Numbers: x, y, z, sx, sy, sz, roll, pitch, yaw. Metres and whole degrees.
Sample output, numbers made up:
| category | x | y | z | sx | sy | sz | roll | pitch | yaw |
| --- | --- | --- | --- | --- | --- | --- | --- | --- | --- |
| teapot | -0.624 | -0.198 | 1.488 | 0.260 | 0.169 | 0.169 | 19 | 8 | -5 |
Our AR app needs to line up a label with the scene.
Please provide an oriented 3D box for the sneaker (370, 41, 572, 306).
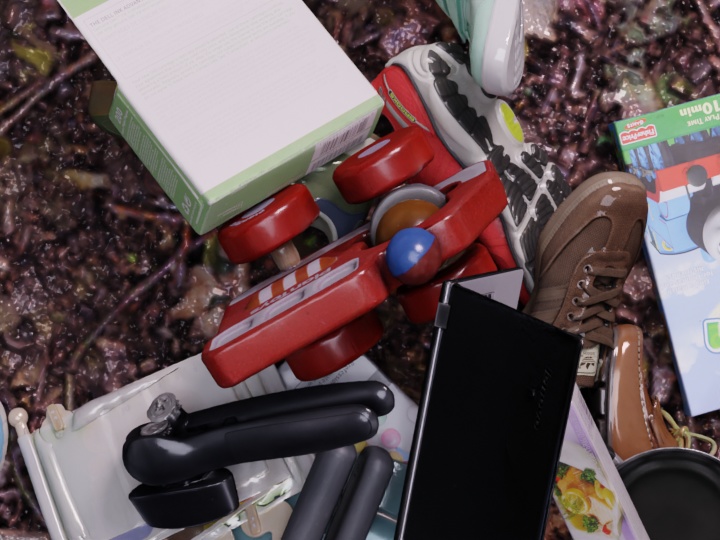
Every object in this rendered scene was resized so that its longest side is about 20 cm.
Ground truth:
| category | x | y | z | sx | sy | sz | roll | pitch | yaw |
| --- | --- | --- | --- | --- | --- | --- | --- | --- | --- |
| sneaker | 0.075 | -0.058 | 1.463 | 0.085 | 0.077 | 0.201 | -18 | 108 | 41 |

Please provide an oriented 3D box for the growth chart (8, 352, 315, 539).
| category | x | y | z | sx | sy | sz | roll | pitch | yaw |
| --- | --- | --- | --- | --- | --- | --- | --- | --- | --- |
| growth chart | -0.125 | 0.129 | 1.450 | 0.199 | 0.018 | 0.146 | -19 | 75 | 10 |

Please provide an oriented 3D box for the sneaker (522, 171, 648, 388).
| category | x | y | z | sx | sy | sz | roll | pitch | yaw |
| --- | --- | --- | --- | --- | --- | --- | --- | --- | --- |
| sneaker | 0.141 | 0.034 | 1.412 | 0.070 | 0.076 | 0.201 | 3 | 127 | -30 |

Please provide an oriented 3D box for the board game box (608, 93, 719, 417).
| category | x | y | z | sx | sy | sz | roll | pitch | yaw |
| --- | --- | --- | --- | --- | --- | --- | --- | --- | --- |
| board game box | 0.263 | -0.020 | 1.470 | 0.150 | 0.037 | 0.201 | -15 | 91 | 0 |

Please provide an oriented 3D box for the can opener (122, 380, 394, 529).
| category | x | y | z | sx | sy | sz | roll | pitch | yaw |
| --- | --- | --- | --- | --- | --- | --- | --- | --- | --- |
| can opener | -0.066 | 0.102 | 1.388 | 0.199 | 0.064 | 0.079 | -19 | 118 | 27 |

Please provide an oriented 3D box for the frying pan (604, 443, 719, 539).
| category | x | y | z | sx | sy | sz | roll | pitch | yaw |
| --- | --- | --- | --- | --- | --- | --- | --- | --- | --- |
| frying pan | 0.164 | 0.150 | 1.409 | 0.189 | 0.031 | 0.116 | 24 | 104 | 1 |

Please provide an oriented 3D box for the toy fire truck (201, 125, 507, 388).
| category | x | y | z | sx | sy | sz | roll | pitch | yaw |
| --- | --- | --- | --- | --- | --- | --- | --- | --- | --- |
| toy fire truck | 0.000 | 0.000 | 1.357 | 0.199 | 0.168 | 0.113 | -27 | 102 | 7 |

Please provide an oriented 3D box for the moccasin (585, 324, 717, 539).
| category | x | y | z | sx | sy | sz | roll | pitch | yaw |
| --- | --- | --- | --- | --- | --- | --- | --- | --- | --- |
| moccasin | 0.193 | 0.134 | 1.453 | 0.077 | 0.074 | 0.203 | -11 | 90 | -2 |

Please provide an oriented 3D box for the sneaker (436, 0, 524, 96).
| category | x | y | z | sx | sy | sz | roll | pitch | yaw |
| --- | --- | --- | --- | --- | --- | --- | --- | --- | --- |
| sneaker | 0.045 | -0.183 | 1.420 | 0.117 | 0.074 | 0.201 | -3 | 47 | 2 |

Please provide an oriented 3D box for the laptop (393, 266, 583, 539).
| category | x | y | z | sx | sy | sz | roll | pitch | yaw |
| --- | --- | --- | --- | --- | --- | --- | --- | --- | --- |
| laptop | 0.092 | 0.108 | 1.314 | 0.115 | 0.200 | 0.189 | 15 | 100 | 22 |

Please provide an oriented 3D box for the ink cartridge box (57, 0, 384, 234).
| category | x | y | z | sx | sy | sz | roll | pitch | yaw |
| --- | --- | --- | --- | --- | --- | --- | --- | --- | --- |
| ink cartridge box | -0.100 | -0.139 | 1.415 | 0.145 | 0.048 | 0.200 | -31 | 74 | -26 |

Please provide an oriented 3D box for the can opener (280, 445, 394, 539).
| category | x | y | z | sx | sy | sz | roll | pitch | yaw |
| --- | --- | --- | --- | --- | --- | --- | --- | --- | --- |
| can opener | -0.033 | 0.204 | 1.393 | 0.053 | 0.067 | 0.201 | 20 | 101 | -14 |

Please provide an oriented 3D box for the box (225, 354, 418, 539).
| category | x | y | z | sx | sy | sz | roll | pitch | yaw |
| --- | --- | --- | --- | --- | --- | --- | --- | --- | --- |
| box | -0.004 | 0.156 | 1.473 | 0.200 | 0.041 | 0.156 | 45 | 91 | 0 |

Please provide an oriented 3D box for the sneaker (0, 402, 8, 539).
| category | x | y | z | sx | sy | sz | roll | pitch | yaw |
| --- | --- | --- | --- | --- | --- | --- | --- | --- | --- |
| sneaker | -0.271 | 0.176 | 1.452 | 0.078 | 0.090 | 0.202 | -3 | 94 | 1 |

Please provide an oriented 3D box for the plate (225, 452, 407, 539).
| category | x | y | z | sx | sy | sz | roll | pitch | yaw |
| --- | --- | --- | --- | --- | --- | --- | --- | --- | --- |
| plate | -0.008 | 0.219 | 1.442 | 0.199 | 0.026 | 0.202 | 0 | 91 | 3 |

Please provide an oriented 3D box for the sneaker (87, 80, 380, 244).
| category | x | y | z | sx | sy | sz | roll | pitch | yaw |
| --- | --- | --- | --- | --- | --- | --- | --- | --- | --- |
| sneaker | -0.087 | -0.063 | 1.459 | 0.199 | 0.067 | 0.091 | 12 | 85 | -2 |

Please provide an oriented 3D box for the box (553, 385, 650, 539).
| category | x | y | z | sx | sy | sz | roll | pitch | yaw |
| --- | --- | --- | --- | --- | --- | --- | --- | --- | --- |
| box | 0.156 | 0.166 | 1.381 | 0.038 | 0.041 | 0.201 | -23 | 103 | 15 |
